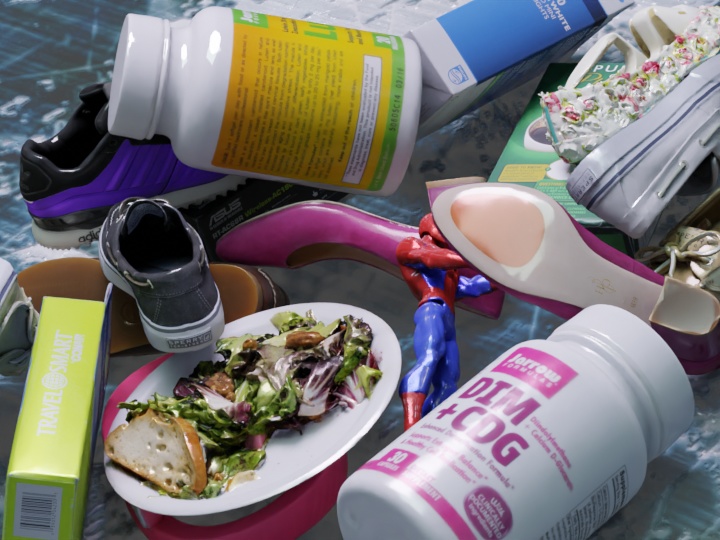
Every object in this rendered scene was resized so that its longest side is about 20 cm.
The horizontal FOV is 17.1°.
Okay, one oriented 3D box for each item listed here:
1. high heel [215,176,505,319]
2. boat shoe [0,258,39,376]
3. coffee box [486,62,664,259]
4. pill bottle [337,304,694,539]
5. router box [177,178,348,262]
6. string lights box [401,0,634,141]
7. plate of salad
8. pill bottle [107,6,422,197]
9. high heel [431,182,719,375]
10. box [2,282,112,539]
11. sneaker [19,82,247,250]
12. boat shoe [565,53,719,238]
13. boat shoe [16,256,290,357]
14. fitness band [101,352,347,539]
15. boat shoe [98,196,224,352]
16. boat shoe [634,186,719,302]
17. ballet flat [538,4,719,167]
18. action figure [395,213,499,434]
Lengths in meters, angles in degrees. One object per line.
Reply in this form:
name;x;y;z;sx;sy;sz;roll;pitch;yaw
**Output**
high heel;0.000;0.000;1.623;0.199;0.067;0.096;-9;79;9
boat shoe;-0.234;0.034;1.565;0.072;0.062;0.200;-57;4;-4
coffee box;0.164;-0.077;1.685;0.123;0.044;0.200;1;38;24
pill bottle;0.093;0.112;1.381;0.200;0.114;0.113;-37;38;-28
router box;-0.084;-0.086;1.790;0.200;0.062;0.150;-36;37;-25
string lights box;0.097;-0.163;1.752;0.200;0.059;0.103;-30;-6;-37
plate of salad;-0.071;0.076;1.486;0.199;0.048;0.200;-18;31;11
pill bottle;-0.066;-0.118;1.624;0.199;0.111;0.111;8;32;-11
high heel;0.136;0.011;1.485;0.200;0.096;0.068;29;78;19
box;-0.190;0.109;1.498;0.047;0.122;0.200;7;35;-4
sneaker;-0.149;-0.094;1.682;0.200;0.100;0.070;-26;38;-12
boat shoe;0.211;-0.077;1.592;0.067;0.074;0.200;46;50;8
boat shoe;-0.147;0.027;1.661;0.199;0.071;0.070;2;-2;21
fitness band;-0.087;0.113;1.533;0.143;0.038;0.200;-20;35;-10
boat shoe;-0.136;-0.015;1.567;0.070;0.066;0.200;-14;26;-7
boat shoe;0.233;-0.022;1.558;0.073;0.063;0.200;20;49;41
ballet flat;0.198;-0.145;1.659;0.200;0.064;0.076;-39;8;-32
action figure;0.072;0.033;1.508;0.099;0.065;0.200;-18;47;15
